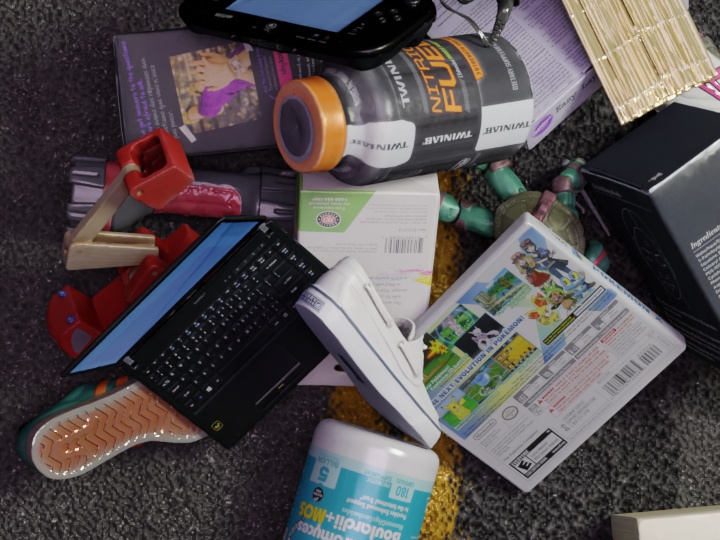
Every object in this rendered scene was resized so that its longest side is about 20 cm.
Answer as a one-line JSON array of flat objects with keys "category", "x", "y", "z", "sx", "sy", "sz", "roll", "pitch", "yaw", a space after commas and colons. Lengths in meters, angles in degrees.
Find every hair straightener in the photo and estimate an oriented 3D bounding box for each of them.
[{"category": "hair straightener", "x": 0.098, "y": -0.254, "z": 1.460, "sx": 0.076, "sy": 0.041, "sz": 0.201, "roll": -4, "pitch": 50, "yaw": 13}]

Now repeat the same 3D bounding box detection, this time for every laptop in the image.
[{"category": "laptop", "x": -0.107, "y": 0.055, "z": 1.403, "sx": 0.177, "sy": 0.104, "sz": 0.200, "roll": -43, "pitch": 118, "yaw": 12}]

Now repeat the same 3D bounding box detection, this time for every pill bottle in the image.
[{"category": "pill bottle", "x": -0.011, "y": 0.233, "z": 1.491, "sx": 0.110, "sy": 0.111, "sz": 0.202, "roll": 16, "pitch": 87, "yaw": -5}, {"category": "pill bottle", "x": 0.031, "y": -0.124, "z": 1.396, "sx": 0.199, "sy": 0.106, "sz": 0.107, "roll": -13, "pitch": 89, "yaw": -34}]

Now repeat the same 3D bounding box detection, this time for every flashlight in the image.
[{"category": "flashlight", "x": -0.148, "y": -0.056, "z": 1.512, "sx": 0.198, "sy": 0.068, "sz": 0.068, "roll": 7, "pitch": 116, "yaw": -6}]

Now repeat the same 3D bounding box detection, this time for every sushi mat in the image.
[{"category": "sushi mat", "x": 0.210, "y": -0.228, "z": 1.456, "sx": 0.095, "sy": 0.012, "sz": 0.202, "roll": -25, "pitch": 88, "yaw": -6}]

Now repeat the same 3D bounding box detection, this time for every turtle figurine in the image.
[{"category": "turtle figurine", "x": 0.147, "y": -0.039, "z": 1.526, "sx": 0.199, "sy": 0.101, "sz": 0.150, "roll": 34, "pitch": 86, "yaw": 2}]

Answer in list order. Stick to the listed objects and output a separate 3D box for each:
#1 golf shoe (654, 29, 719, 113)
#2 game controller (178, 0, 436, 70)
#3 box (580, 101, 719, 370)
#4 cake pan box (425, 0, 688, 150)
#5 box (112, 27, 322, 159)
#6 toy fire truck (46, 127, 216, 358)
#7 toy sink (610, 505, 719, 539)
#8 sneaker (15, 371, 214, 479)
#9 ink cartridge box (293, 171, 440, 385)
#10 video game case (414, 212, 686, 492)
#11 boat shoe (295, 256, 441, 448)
[{"category": "golf shoe", "x": 0.281, "y": -0.161, "z": 1.549, "sx": 0.198, "sy": 0.073, "sz": 0.093, "roll": 23, "pitch": 86, "yaw": -4}, {"category": "game controller", "x": -0.042, "y": -0.196, "z": 1.367, "sx": 0.199, "sy": 0.104, "sz": 0.043, "roll": 16, "pitch": 120, "yaw": 32}, {"category": "box", "x": 0.296, "y": -0.024, "z": 1.487, "sx": 0.107, "sy": 0.148, "sz": 0.201, "roll": -35, "pitch": 108, "yaw": -6}, {"category": "cake pan box", "x": 0.147, "y": -0.226, "z": 1.515, "sx": 0.200, "sy": 0.052, "sz": 0.184, "roll": -42, "pitch": 64, "yaw": -6}, {"category": "box", "x": -0.101, "y": -0.152, "z": 1.485, "sx": 0.198, "sy": 0.122, "sz": 0.107, "roll": -5, "pitch": 96, "yaw": -5}, {"category": "toy fire truck", "x": -0.193, "y": -0.012, "z": 1.449, "sx": 0.199, "sy": 0.141, "sz": 0.049, "roll": -37, "pitch": 49, "yaw": 13}, {"category": "toy sink", "x": 0.293, "y": 0.304, "z": 1.518, "sx": 0.129, "sy": 0.112, "sz": 0.202, "roll": -5, "pitch": 84, "yaw": -5}, {"category": "sneaker", "x": -0.197, "y": 0.116, "z": 1.501, "sx": 0.198, "sy": 0.080, "sz": 0.072, "roll": -16, "pitch": 105, "yaw": -27}, {"category": "ink cartridge box", "x": 0.000, "y": 0.000, "z": 1.494, "sx": 0.116, "sy": 0.068, "sz": 0.202, "roll": 1, "pitch": 126, "yaw": -5}, {"category": "video game case", "x": 0.138, "y": 0.073, "z": 1.489, "sx": 0.182, "sy": 0.022, "sz": 0.200, "roll": 36, "pitch": 116, "yaw": -17}, {"category": "boat shoe", "x": 0.023, "y": 0.068, "z": 1.438, "sx": 0.065, "sy": 0.073, "sz": 0.200, "roll": -47, "pitch": 134, "yaw": -12}]
